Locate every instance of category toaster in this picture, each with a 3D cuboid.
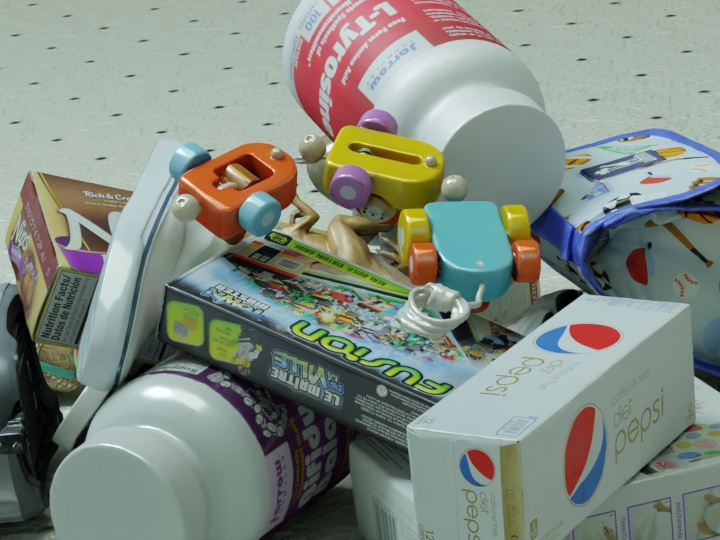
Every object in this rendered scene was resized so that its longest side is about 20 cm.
[{"bbox_3d":[-0.245,0.086,1.684,0.129,0.114,0.200,-10,19,1],"label":"toaster"}]

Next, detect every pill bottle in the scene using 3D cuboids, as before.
[{"bbox_3d":[0.039,-0.098,1.720,0.112,0.113,0.200,-13,31,-20],"label":"pill bottle"},{"bbox_3d":[-0.079,0.097,1.577,0.112,0.113,0.200,3,20,28],"label":"pill bottle"}]

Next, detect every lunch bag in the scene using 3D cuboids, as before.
[{"bbox_3d":[0.195,-0.010,1.707,0.199,0.124,0.170,16,9,-14],"label":"lunch bag"}]

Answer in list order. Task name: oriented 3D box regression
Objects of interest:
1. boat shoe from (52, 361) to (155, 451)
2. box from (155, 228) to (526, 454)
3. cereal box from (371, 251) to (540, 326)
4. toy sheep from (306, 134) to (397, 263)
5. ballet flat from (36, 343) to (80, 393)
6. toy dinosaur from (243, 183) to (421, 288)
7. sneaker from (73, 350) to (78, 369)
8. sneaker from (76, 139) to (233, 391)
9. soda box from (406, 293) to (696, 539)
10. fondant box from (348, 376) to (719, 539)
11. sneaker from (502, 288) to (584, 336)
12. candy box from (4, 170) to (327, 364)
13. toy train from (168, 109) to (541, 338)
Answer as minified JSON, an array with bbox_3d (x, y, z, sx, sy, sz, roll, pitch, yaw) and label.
[{"bbox_3d":[-0.126,0.083,1.728,0.060,0.074,0.200,37,6,2],"label":"boat shoe"},{"bbox_3d":[0.004,0.042,1.553,0.199,0.035,0.110,23,28,22],"label":"box"},{"bbox_3d":[0.012,0.036,1.865,0.143,0.040,0.200,4,19,28],"label":"cereal box"},{"bbox_3d":[0.062,-0.049,1.854,0.199,0.138,0.138,16,22,10],"label":"toy sheep"},{"bbox_3d":[-0.177,0.035,1.930,0.065,0.071,0.200,24,25,5],"label":"ballet flat"},{"bbox_3d":[0.000,0.000,1.717,0.199,0.061,0.106,23,35,23],"label":"toy dinosaur"},{"bbox_3d":[-0.111,0.023,1.876,0.077,0.084,0.200,-24,10,37],"label":"sneaker"},{"bbox_3d":[-0.103,-0.003,1.615,0.070,0.073,0.200,19,40,-2],"label":"sneaker"},{"bbox_3d":[0.099,0.076,1.460,0.063,0.068,0.200,6,21,30],"label":"soda box"},{"bbox_3d":[0.111,0.115,1.541,0.199,0.059,0.144,-13,18,-16],"label":"fondant box"},{"bbox_3d":[0.071,0.062,1.709,0.092,0.076,0.200,-4,14,29],"label":"sneaker"},{"bbox_3d":[-0.102,0.008,1.728,0.199,0.057,0.117,13,27,-22],"label":"candy box"},{"bbox_3d":[-0.001,-0.016,1.575,0.200,0.056,0.150,32,46,28],"label":"toy train"}]
